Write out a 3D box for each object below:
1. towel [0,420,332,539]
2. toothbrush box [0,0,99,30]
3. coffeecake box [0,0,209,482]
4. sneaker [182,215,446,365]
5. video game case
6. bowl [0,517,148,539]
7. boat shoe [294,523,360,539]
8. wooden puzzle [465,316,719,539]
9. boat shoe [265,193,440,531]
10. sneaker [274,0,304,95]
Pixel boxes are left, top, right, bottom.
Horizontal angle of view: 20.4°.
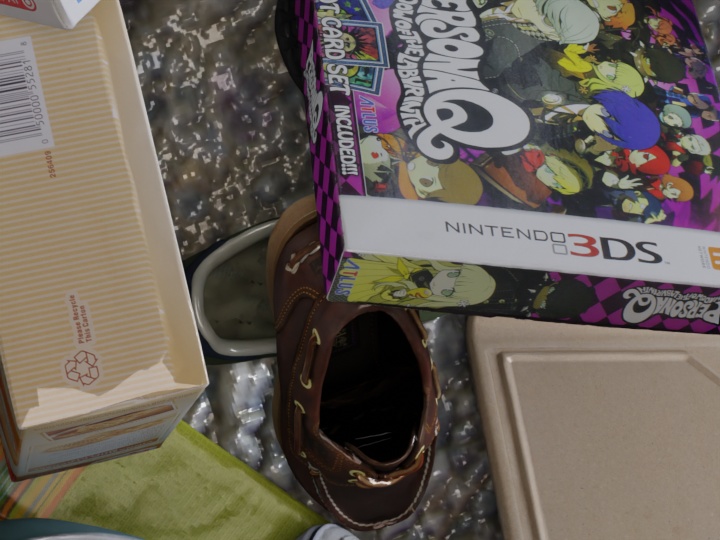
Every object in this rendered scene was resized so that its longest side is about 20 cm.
[{"bbox_3d":[-0.104,0.105,0.920,0.200,0.018,0.086,36,83,-10],"label":"towel"},{"bbox_3d":[-0.112,-0.194,0.759,0.200,0.145,0.086,-50,138,-31],"label":"toothbrush box"},{"bbox_3d":[-0.122,-0.005,0.812,0.073,0.200,0.154,-12,81,-13],"label":"coffeecake box"},{"bbox_3d":[0.000,0.000,0.906,0.199,0.090,0.067,-16,91,-13],"label":"sneaker"},{"bbox_3d":[0.066,-0.066,0.834,0.181,0.036,0.201,6,50,-15],"label":"video game case"},{"bbox_3d":[-0.139,0.187,0.853,0.200,0.105,0.202,-6,107,-20],"label":"bowl"},{"bbox_3d":[0.019,0.164,0.842,0.086,0.202,0.075,-41,118,16],"label":"boat shoe"},{"bbox_3d":[0.149,0.102,0.936,0.184,0.037,0.201,0,58,-12],"label":"wooden puzzle"},{"bbox_3d":[-0.001,0.057,0.860,0.070,0.200,0.070,-23,50,-8],"label":"boat shoe"},{"bbox_3d":[0.045,-0.076,0.928,0.200,0.083,0.072,42,107,18],"label":"sneaker"}]
